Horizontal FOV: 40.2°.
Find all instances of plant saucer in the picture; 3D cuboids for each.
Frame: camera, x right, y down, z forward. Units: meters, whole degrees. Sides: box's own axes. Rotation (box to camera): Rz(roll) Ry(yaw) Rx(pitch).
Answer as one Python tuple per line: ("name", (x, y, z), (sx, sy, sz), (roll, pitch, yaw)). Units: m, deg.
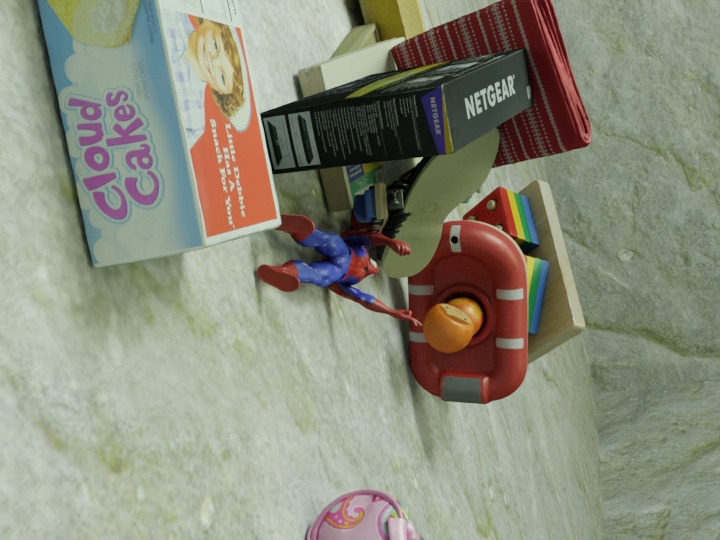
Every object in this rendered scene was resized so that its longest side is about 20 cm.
("plant saucer", (0.040, -0.291, 1.152), (0.200, 0.048, 0.200), (-75, 151, -65))

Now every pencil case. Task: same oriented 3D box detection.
("pencil case", (0.029, 0.249, 0.768), (0.200, 0.087, 0.088), (62, 24, -45))

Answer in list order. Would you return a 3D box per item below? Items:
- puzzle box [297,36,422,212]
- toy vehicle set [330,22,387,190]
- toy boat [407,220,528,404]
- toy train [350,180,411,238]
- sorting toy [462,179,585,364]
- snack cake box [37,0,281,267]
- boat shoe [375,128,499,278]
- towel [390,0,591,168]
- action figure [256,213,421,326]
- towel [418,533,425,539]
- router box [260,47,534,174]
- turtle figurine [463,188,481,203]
("puzzle box", (0.008, -0.147, 0.952), (0.200, 0.025, 0.133), (-38, 120, -59))
("toy vehicle set", (0.019, -0.152, 1.059), (0.124, 0.026, 0.200), (-68, 145, -61))
("toy boat", (0.103, 0.049, 1.029), (0.131, 0.130, 0.201), (-23, 113, -67))
("toy train", (0.013, -0.048, 0.868), (0.200, 0.046, 0.034), (121, -34, -83))
("sorting toy", (0.151, 0.019, 1.168), (0.069, 0.200, 0.199), (14, 53, -33))
("snack cake box", (-0.109, -0.110, 0.536), (0.115, 0.067, 0.201), (-30, 110, -74))
("boat shoe", (0.066, -0.080, 0.960), (0.202, 0.073, 0.063), (-60, -142, 41))
("towel", (0.118, -0.167, 0.915), (0.022, 0.200, 0.145), (-29, 104, -34))
("action figure", (0.000, 0.000, 0.788), (0.200, 0.099, 0.065), (7, 100, -75))
("towel", (0.071, 0.364, 0.935), (0.193, 0.034, 0.200), (59, 27, -51))
("router box", (0.037, -0.133, 0.808), (0.200, 0.157, 0.052), (-35, 117, -56))
("turtle figurine", (0.115, -0.146, 1.139), (0.150, 0.101, 0.200), (-52, -179, -22))
